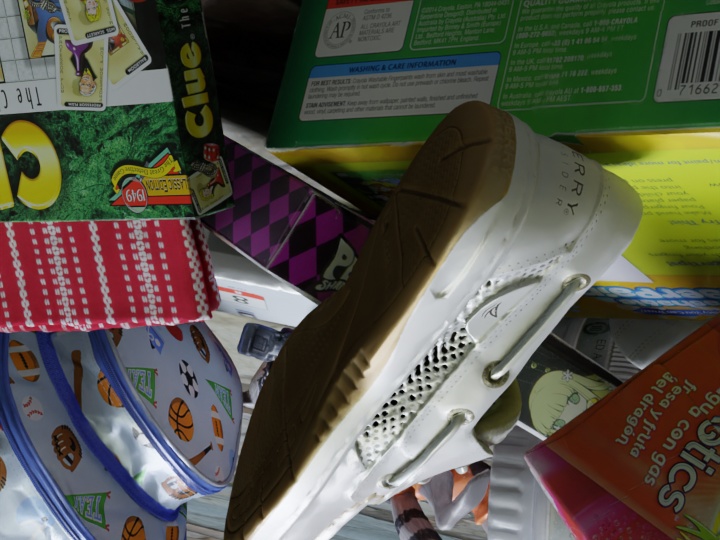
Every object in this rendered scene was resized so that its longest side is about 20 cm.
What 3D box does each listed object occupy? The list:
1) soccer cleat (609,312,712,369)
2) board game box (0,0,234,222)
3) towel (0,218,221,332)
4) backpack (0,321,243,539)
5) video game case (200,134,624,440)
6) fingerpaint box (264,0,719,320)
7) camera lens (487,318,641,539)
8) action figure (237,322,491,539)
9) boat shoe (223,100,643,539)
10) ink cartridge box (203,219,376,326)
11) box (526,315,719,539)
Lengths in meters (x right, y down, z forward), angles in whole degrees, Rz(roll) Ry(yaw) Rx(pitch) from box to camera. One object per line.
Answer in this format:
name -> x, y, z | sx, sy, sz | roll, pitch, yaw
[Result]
soccer cleat -> 0.189, 0.004, 0.670 | 0.198, 0.070, 0.078 | -6, 178, 9
board game box -> -0.130, -0.068, 0.628 | 0.199, 0.106, 0.023 | 0, -163, 39
towel -> -0.136, -0.048, 0.668 | 0.199, 0.146, 0.022 | -2, -165, 40
backpack -> -0.147, 0.078, 0.914 | 0.153, 0.191, 0.200 | -27, 121, 23
video game case -> 0.000, 0.000, 0.709 | 0.181, 0.036, 0.200 | 32, 180, -32
fingerpaint box -> 0.100, -0.042, 0.599 | 0.199, 0.074, 0.166 | 1, 160, 40
camera lens -> 0.172, 0.102, 0.874 | 0.198, 0.161, 0.160 | 6, 163, 16
action figure -> -0.001, 0.096, 1.010 | 0.193, 0.105, 0.199 | 31, -172, 38
boat shoe -> 0.018, 0.037, 0.566 | 0.069, 0.071, 0.200 | 19, 135, -18
ink cartridge box -> -0.002, 0.024, 0.941 | 0.161, 0.051, 0.200 | 11, 161, 5
box -> 0.140, 0.104, 0.634 | 0.100, 0.095, 0.200 | 54, 180, 30
